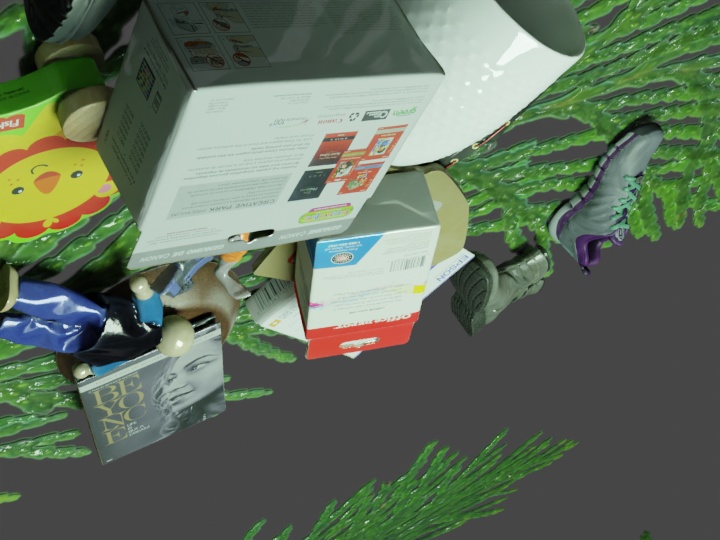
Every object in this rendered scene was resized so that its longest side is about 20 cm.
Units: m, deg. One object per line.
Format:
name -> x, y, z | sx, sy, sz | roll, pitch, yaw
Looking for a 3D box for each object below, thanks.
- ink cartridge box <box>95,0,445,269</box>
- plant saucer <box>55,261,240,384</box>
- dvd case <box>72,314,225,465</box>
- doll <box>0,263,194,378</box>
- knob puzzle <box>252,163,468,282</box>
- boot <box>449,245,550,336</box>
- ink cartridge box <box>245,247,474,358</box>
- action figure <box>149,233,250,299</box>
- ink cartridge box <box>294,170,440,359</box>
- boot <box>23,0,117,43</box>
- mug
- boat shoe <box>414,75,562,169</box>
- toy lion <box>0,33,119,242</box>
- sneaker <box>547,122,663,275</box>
ink cartridge box -> -0.071, -0.097, 0.780 | 0.199, 0.084, 0.176 | -10, 148, -36
plant saucer -> -0.203, 0.068, 1.124 | 0.199, 0.037, 0.201 | -26, 152, -15
dvd case -> -0.210, 0.128, 1.157 | 0.148, 0.016, 0.200 | -23, 152, -18
doll -> -0.231, 0.046, 0.995 | 0.199, 0.049, 0.137 | 17, 128, -41
knob puzzle -> 0.019, -0.045, 1.095 | 0.218, 0.031, 0.220 | -12, 147, -8
boot -> 0.179, 0.002, 1.403 | 0.130, 0.068, 0.200 | -32, 161, -10
ink cartridge box -> 0.004, 0.008, 1.231 | 0.198, 0.044, 0.200 | -41, 149, 15
action figure -> -0.122, -0.058, 0.929 | 0.200, 0.104, 0.194 | -50, 154, -22
ink cartridge box -> 0.000, 0.000, 1.062 | 0.115, 0.068, 0.201 | -8, 146, -13
boot -> -0.103, -0.218, 0.703 | 0.167, 0.077, 0.201 | 2, 132, -42
mug -> 0.044, -0.182, 0.875 | 0.199, 0.148, 0.175 | 30, 128, -28
boat shoe -> 0.114, -0.161, 1.037 | 0.201, 0.074, 0.063 | -33, 152, 15
toy lion -> -0.255, -0.078, 0.806 | 0.199, 0.069, 0.192 | -16, 157, -29
sneaker -> 0.315, -0.085, 1.359 | 0.074, 0.088, 0.200 | -7, 144, -40
